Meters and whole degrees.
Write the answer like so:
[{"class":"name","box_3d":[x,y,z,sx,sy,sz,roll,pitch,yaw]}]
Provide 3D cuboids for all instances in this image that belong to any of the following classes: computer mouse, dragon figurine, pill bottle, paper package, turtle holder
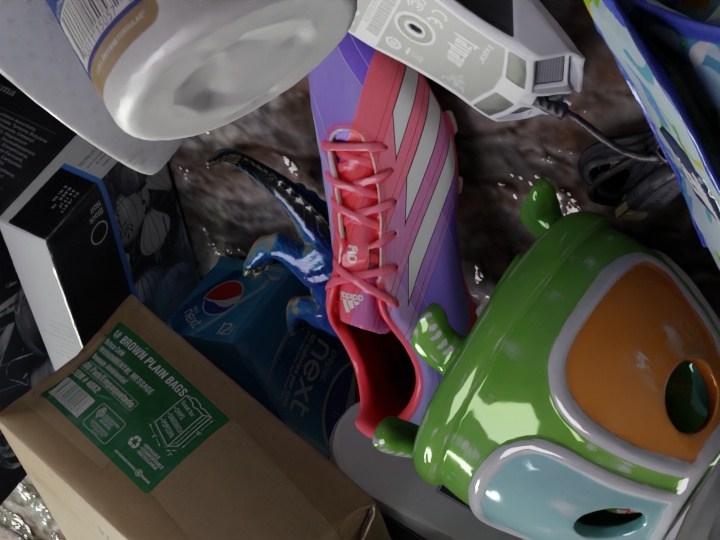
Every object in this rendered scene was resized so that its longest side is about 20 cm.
[{"class":"computer mouse","box_3d":[0.061,-0.099,0.935,0.200,0.044,0.110,34,155,-2]},{"class":"dragon figurine","box_3d":[0.000,0.000,1.116,0.099,0.059,0.200,14,146,34]},{"class":"pill bottle","box_3d":[-0.093,-0.162,0.902,0.200,0.111,0.111,60,154,15]},{"class":"paper package","box_3d":[-0.073,0.141,1.185,0.200,0.103,0.191,38,160,31]},{"class":"turtle holder","box_3d":[0.089,0.067,0.984,0.132,0.141,0.186,33,126,12]}]

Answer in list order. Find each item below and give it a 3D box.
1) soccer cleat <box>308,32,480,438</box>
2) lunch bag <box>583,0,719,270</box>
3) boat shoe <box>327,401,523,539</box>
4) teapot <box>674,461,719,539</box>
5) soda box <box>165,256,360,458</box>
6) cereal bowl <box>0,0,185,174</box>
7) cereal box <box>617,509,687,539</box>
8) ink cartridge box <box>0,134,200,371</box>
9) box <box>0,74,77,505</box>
[{"class":"soccer cleat","box_3d":[0.009,-0.017,1.033,0.067,0.076,0.201,7,122,37]},{"class":"lunch bag","box_3d":[0.177,-0.049,0.795,0.200,0.127,0.170,12,140,52]},{"class":"boat shoe","box_3d":[0.068,0.140,1.141,0.200,0.072,0.068,31,158,6]},{"class":"teapot","box_3d":[0.218,0.138,0.943,0.146,0.198,0.200,28,162,-3]},{"class":"soda box","box_3d":[-0.029,0.088,1.267,0.068,0.064,0.200,6,137,45]},{"class":"cereal bowl","box_3d":[-0.142,-0.139,1.024,0.200,0.083,0.200,43,-176,-4]},{"class":"cereal box","box_3d":[0.119,0.104,1.145,0.144,0.040,0.200,31,149,15]},{"class":"ink cartridge box","box_3d":[-0.136,0.011,1.247,0.039,0.100,0.200,22,147,25]},{"class":"box","box_3d":[-0.224,0.016,1.269,0.104,0.182,0.200,24,148,24]}]
